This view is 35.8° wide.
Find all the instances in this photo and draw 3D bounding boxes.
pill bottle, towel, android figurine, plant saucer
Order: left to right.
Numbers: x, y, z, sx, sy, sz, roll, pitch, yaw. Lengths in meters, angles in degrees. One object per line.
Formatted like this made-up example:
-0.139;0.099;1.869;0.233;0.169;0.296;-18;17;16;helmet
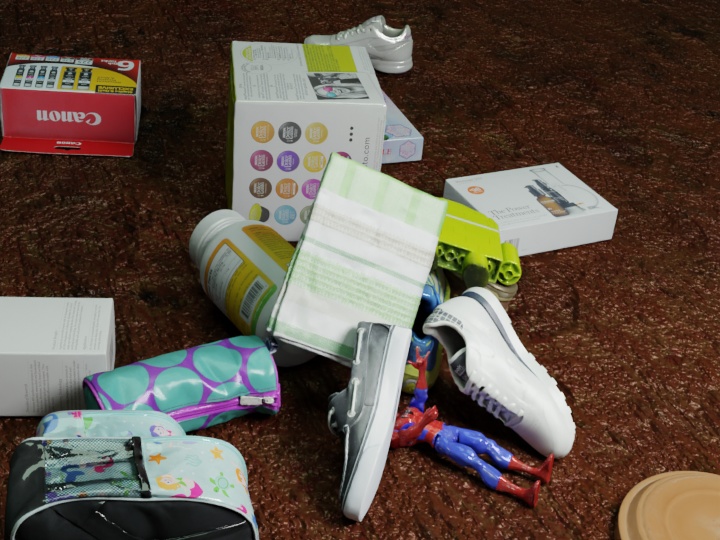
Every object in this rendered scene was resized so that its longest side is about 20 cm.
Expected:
-0.117;0.012;1.284;0.110;0.113;0.200;-16;39;-31;pill bottle
-0.001;-0.003;1.164;0.147;0.203;0.031;22;-9;-17;towel
0.104;-0.037;1.319;0.179;0.042;0.201;16;22;-5;android figurine
0.341;0.260;1.056;0.196;0.033;0.202;4;33;-3;plant saucer

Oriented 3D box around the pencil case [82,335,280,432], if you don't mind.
-0.176;0.125;1.122;0.197;0.087;0.092;-13;31;-28;pencil case

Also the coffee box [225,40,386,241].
-0.082;-0.175;1.499;0.194;0.203;0.201;0;33;-9;coffee box

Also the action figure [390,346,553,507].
0.096;0.152;1.121;0.197;0.101;0.065;18;35;22;action figure

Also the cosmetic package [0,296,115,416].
-0.356;0.086;1.150;0.196;0.086;0.108;1;32;-8;cosmetic package

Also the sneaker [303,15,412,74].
-0.002;-0.409;1.977;0.196;0.101;0.075;6;34;2;sneaker

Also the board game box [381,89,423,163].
-0.029;-0.226;1.738;0.196;0.042;0.201;-7;35;-21;board game box

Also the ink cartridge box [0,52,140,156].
-0.429;-0.247;1.659;0.196;0.085;0.177;1;33;-10;ink cartridge box

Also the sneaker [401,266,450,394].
0.072;0.033;1.251;0.074;0.106;0.202;6;49;-4;sneaker

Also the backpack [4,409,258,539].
-0.184;0.208;0.908;0.196;0.180;0.152;2;37;-14;backpack

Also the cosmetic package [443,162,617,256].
0.235;-0.086;1.561;0.197;0.053;0.151;-10;33;-25;cosmetic package

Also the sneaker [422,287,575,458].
0.142;0.117;1.161;0.080;0.077;0.201;-27;75;-39;sneaker

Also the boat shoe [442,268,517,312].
0.103;0.003;1.373;0.071;0.069;0.199;-2;30;-46;boat shoe

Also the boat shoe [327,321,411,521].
-0.001;0.141;1.089;0.066;0.072;0.203;10;65;8;boat shoe
